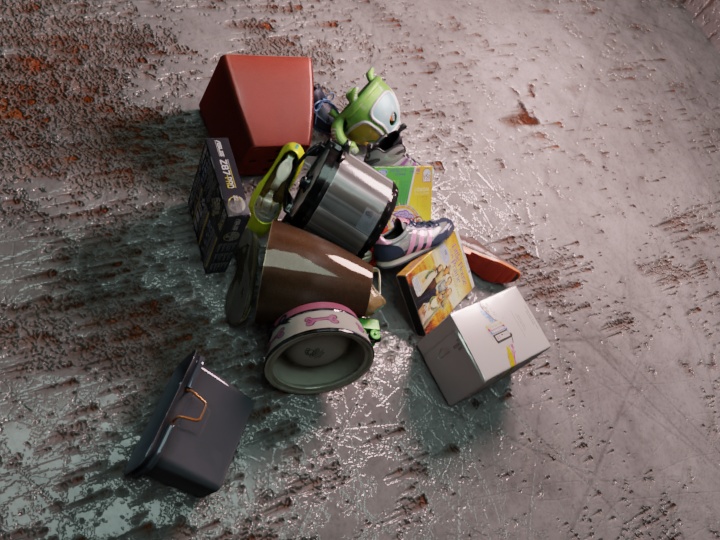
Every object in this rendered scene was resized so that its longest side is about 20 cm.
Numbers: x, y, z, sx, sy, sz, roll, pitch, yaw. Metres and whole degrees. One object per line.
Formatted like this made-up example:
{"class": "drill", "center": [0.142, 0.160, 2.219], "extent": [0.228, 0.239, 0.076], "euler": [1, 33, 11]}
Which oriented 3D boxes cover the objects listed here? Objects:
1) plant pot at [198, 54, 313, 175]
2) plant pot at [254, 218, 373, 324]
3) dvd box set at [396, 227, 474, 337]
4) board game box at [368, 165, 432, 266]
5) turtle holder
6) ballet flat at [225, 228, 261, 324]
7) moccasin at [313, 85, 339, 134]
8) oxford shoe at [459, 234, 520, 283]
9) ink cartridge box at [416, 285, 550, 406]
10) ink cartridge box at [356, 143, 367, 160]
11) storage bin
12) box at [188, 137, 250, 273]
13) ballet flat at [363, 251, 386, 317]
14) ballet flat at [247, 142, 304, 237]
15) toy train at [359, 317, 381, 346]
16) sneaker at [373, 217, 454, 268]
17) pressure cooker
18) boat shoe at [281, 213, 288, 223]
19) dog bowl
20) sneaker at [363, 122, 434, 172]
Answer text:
{"class": "plant pot", "center": [-0.202, -0.306, 1.420], "extent": [0.195, 0.199, 0.181], "euler": [-7, 77, -29]}
{"class": "plant pot", "center": [-0.080, 0.020, 1.258], "extent": [0.194, 0.188, 0.191], "euler": [11, 57, -7]}
{"class": "dvd box set", "center": [0.162, 0.023, 1.455], "extent": [0.199, 0.029, 0.149], "euler": [-39, 118, -38]}
{"class": "board game box", "center": [0.080, -0.118, 1.464], "extent": [0.149, 0.040, 0.206], "euler": [-6, 103, -29]}
{"class": "turtle holder", "center": [0.014, -0.338, 1.523], "extent": [0.132, 0.140, 0.187], "euler": [44, 36, -13]}
{"class": "ballet flat", "center": [-0.215, 0.013, 1.304], "extent": [0.046, 0.066, 0.204], "euler": [35, 42, -42]}
{"class": "moccasin", "center": [-0.113, -0.388, 1.578], "extent": [0.198, 0.068, 0.081], "euler": [36, 52, -6]}
{"class": "oxford shoe", "center": [0.277, -0.034, 1.569], "extent": [0.196, 0.071, 0.074], "euler": [23, 49, -12]}
{"class": "ink cartridge box", "center": [0.246, 0.152, 1.393], "extent": [0.197, 0.148, 0.147], "euler": [-18, 71, -33]}
{"class": "ink cartridge box", "center": [0.041, -0.211, 1.570], "extent": [0.198, 0.041, 0.202], "euler": [-31, 79, -37]}
{"class": "storage bin", "center": [-0.258, 0.250, 1.096], "extent": [0.133, 0.145, 0.203], "euler": [32, 52, -18]}
{"class": "box", "center": [-0.262, -0.114, 1.259], "extent": [0.048, 0.201, 0.165], "euler": [-6, 63, -28]}
{"class": "ballet flat", "center": [0.000, 0.000, 1.394], "extent": [0.071, 0.069, 0.203], "euler": [-16, 58, -14]}
{"class": "ballet flat", "center": [-0.168, -0.154, 1.339], "extent": [0.066, 0.203, 0.067], "euler": [27, 10, -12]}
{"class": "toy train", "center": [-0.050, 0.109, 1.339], "extent": [0.195, 0.042, 0.057], "euler": [10, 48, -21]}
{"class": "sneaker", "center": [0.110, -0.079, 1.424], "extent": [0.197, 0.070, 0.084], "euler": [-28, 117, -24]}
{"class": "pressure cooker", "center": [-0.045, -0.140, 1.312], "extent": [0.197, 0.178, 0.179], "euler": [29, 58, -13]}
{"class": "boat shoe", "center": [-0.091, -0.032, 1.380], "extent": [0.073, 0.068, 0.202], "euler": [-25, 75, -35]}
{"class": "dog bowl", "center": [-0.076, 0.135, 1.216], "extent": [0.195, 0.202, 0.075], "euler": [6, 48, -23]}
{"class": "sneaker", "center": [0.091, -0.252, 1.498], "extent": [0.196, 0.143, 0.078], "euler": [-14, 39, -35]}
